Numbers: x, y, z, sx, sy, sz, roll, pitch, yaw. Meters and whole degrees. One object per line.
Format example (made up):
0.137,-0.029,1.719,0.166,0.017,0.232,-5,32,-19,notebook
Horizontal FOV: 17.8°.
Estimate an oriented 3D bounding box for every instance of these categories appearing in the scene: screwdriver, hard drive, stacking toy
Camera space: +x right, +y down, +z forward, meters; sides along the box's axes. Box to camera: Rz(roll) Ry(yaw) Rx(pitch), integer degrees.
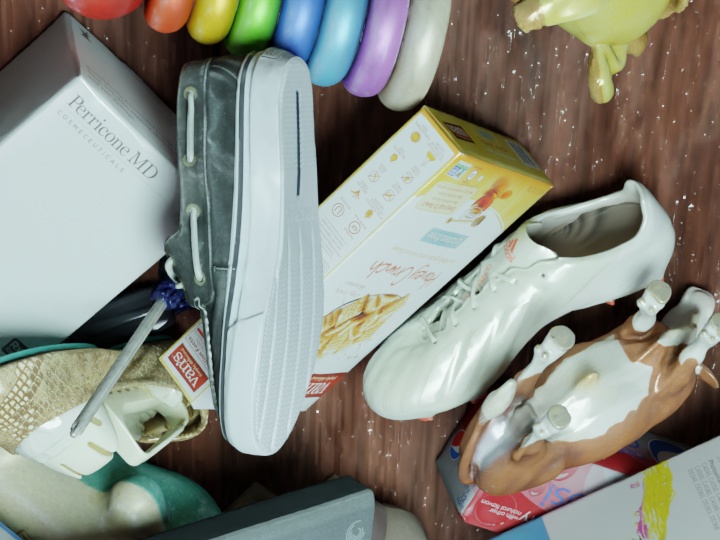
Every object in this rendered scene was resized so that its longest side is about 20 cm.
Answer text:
-0.106,0.023,1.178,0.028,0.200,0.029,32,122,-2,screwdriver
-0.082,0.200,1.255,0.199,0.033,0.140,-14,120,-37,hard drive
-0.058,-0.142,1.164,0.199,0.085,0.086,12,119,-11,stacking toy
-0.068,0.004,1.278,0.199,0.028,0.029,-20,153,0,screwdriver

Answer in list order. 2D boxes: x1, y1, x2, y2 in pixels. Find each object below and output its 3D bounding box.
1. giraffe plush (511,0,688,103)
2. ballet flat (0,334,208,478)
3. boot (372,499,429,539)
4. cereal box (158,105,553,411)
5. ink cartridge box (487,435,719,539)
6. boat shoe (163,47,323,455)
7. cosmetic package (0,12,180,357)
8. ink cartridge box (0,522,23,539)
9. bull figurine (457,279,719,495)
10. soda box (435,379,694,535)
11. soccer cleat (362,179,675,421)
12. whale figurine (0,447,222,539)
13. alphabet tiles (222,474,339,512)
0.106,-0.178,1.139,0.173,0.200,0.162,-44,156,0,giraffe plush
-0.139,0.074,1.217,0.070,0.065,0.200,-39,165,27,ballet flat
-0.034,0.222,1.380,0.200,0.070,0.146,-48,135,-2,boot
0.000,0.000,1.237,0.200,0.040,0.144,-44,161,16,cereal box
0.195,0.209,1.320,0.199,0.146,0.147,-25,126,6,ink cartridge box
-0.062,-0.010,1.148,0.071,0.072,0.201,2,89,23,boat shoe
-0.184,-0.023,1.201,0.200,0.081,0.113,-40,120,15,cosmetic package
-0.215,0.222,1.307,0.068,0.116,0.200,-42,158,-32,ink cartridge box
0.141,0.061,1.289,0.200,0.065,0.122,-31,161,-25,bull figurine
0.151,0.134,1.389,0.199,0.064,0.070,19,117,-23,soda box
0.083,0.013,1.290,0.199,0.069,0.078,-30,143,-2,soccer cleat
-0.155,0.135,1.309,0.200,0.104,0.159,47,139,-11,whale figurine
-0.051,0.215,1.430,0.200,0.008,0.167,-43,121,16,alphabet tiles
